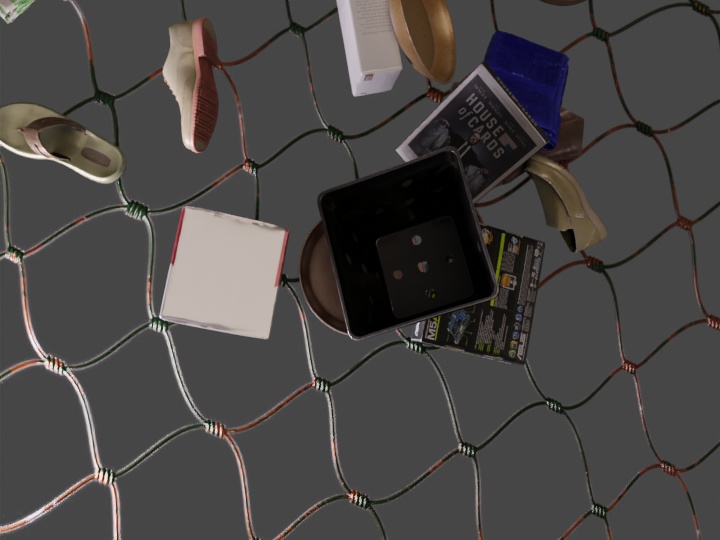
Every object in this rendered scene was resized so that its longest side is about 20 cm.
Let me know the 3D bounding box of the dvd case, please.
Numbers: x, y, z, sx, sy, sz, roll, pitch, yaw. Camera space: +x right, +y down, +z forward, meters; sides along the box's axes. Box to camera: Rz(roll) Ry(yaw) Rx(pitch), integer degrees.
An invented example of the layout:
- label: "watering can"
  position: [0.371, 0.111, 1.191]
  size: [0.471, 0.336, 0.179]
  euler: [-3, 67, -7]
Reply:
- label: "dvd case"
  position: [0.165, -0.192, 1.022]
  size: [0.151, 0.200, 0.025]
  euler: [49, 40, -1]

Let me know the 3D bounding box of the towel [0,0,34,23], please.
- label: "towel"
  position: [-0.508, -0.492, 1.007]
  size: [0.153, 0.023, 0.200]
  euler: [44, 81, -3]

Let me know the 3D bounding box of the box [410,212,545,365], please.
- label: "box"
  position: [0.187, 0.032, 1.054]
  size: [0.189, 0.047, 0.205]
  euler: [13, 84, -16]

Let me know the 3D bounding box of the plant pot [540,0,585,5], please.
- label: "plant pot"
  position: [0.317, -0.526, 1.108]
  size: [0.196, 0.093, 0.206]
  euler: [1, 85, -10]

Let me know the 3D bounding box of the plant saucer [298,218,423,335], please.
- label: "plant saucer"
  position: [0.000, 0.000, 1.046]
  size: [0.195, 0.034, 0.205]
  euler: [1, 87, -9]

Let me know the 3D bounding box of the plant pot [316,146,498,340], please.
- label: "plant pot"
  position: [0.076, -0.022, 0.928]
  size: [0.196, 0.177, 0.204]
  euler: [-18, 77, 12]

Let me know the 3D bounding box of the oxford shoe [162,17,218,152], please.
- label: "oxford shoe"
  position: [-0.260, -0.278, 1.018]
  size: [0.072, 0.071, 0.205]
  euler: [-1, 82, 12]

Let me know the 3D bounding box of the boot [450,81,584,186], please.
- label: "boot"
  position: [0.260, -0.247, 1.095]
  size: [0.197, 0.064, 0.190]
  euler: [-23, 92, -12]

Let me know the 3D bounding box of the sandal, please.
- label: "sandal"
  position: [-0.440, -0.193, 0.977]
  size: [0.197, 0.057, 0.081]
  euler: [20, 83, -7]

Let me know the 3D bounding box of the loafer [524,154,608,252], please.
- label: "loafer"
  position: [0.321, -0.101, 1.067]
  size: [0.068, 0.076, 0.200]
  euler: [-46, 112, 0]

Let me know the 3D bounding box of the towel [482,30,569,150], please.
- label: "towel"
  position: [0.259, -0.294, 1.060]
  size: [0.145, 0.050, 0.203]
  euler: [23, 55, -4]

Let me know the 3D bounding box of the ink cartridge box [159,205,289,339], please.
- label: "ink cartridge box"
  position: [-0.186, 0.010, 0.932]
  size: [0.141, 0.200, 0.149]
  euler: [11, 85, -10]

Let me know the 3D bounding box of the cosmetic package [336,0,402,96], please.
- label: "cosmetic package"
  position: [0.010, -0.389, 1.044]
  size: [0.072, 0.102, 0.205]
  euler: [-11, 88, -8]

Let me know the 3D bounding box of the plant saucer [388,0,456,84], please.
- label: "plant saucer"
  position: [0.093, -0.385, 1.039]
  size: [0.035, 0.199, 0.205]
  euler: [-10, 87, 31]
